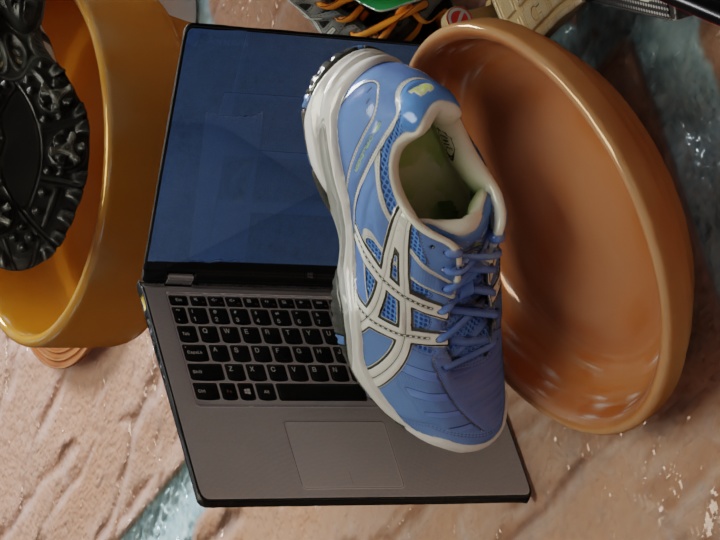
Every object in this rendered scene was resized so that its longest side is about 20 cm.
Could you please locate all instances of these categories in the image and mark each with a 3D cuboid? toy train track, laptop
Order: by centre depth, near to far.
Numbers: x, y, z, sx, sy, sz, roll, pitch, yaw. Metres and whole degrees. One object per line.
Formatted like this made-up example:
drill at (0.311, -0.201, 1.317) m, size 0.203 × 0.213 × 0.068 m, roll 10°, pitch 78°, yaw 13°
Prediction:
toy train track at (0.083, -0.072, 1.211) m, size 0.201 × 0.032 × 0.115 m, roll 68°, pitch 155°, yaw 11°
laptop at (0.000, 0.000, 1.245) m, size 0.116 × 0.186 × 0.201 m, roll -55°, pitch 43°, yaw 44°

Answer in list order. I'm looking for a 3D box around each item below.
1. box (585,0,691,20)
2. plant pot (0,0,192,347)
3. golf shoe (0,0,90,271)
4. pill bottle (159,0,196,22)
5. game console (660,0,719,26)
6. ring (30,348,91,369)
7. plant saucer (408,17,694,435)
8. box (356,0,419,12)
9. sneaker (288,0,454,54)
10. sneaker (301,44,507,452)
box at (0.096, -0.210, 1.186) m, size 0.200 × 0.044 × 0.161 m, roll 26°, pitch 130°, yaw 58°
plant pot at (-0.099, -0.055, 1.428) m, size 0.200 × 0.182 × 0.202 m, roll -9°, pitch 79°, yaw 60°
golf shoe at (-0.187, -0.083, 1.345) m, size 0.095 × 0.077 × 0.201 m, roll 113°, pitch 150°, yaw -62°
pill bottle at (-0.211, -0.163, 1.616) m, size 0.119 × 0.199 × 0.121 m, roll -7°, pitch 82°, yaw 60°
game console at (0.205, -0.168, 0.963) m, size 0.200 × 0.118 × 0.174 m, roll 35°, pitch 118°, yaw 55°
ring at (-0.202, -0.032, 1.776) m, size 0.200 × 0.019 × 0.202 m, roll -3°, pitch 87°, yaw 60°
plant saucer at (0.088, -0.023, 1.169) m, size 0.200 × 0.037 × 0.201 m, roll 44°, pitch 148°, yaw 37°
box at (0.007, -0.195, 1.190) m, size 0.200 × 0.117 × 0.049 m, roll 52°, pitch 147°, yaw 36°
sneaker at (0.000, -0.146, 1.286) m, size 0.078 × 0.200 × 0.077 m, roll -43°, pitch 58°, yaw 10°
sneaker at (0.030, -0.002, 1.169) m, size 0.077 × 0.075 × 0.201 m, roll 18°, pitch 133°, yaw 54°
